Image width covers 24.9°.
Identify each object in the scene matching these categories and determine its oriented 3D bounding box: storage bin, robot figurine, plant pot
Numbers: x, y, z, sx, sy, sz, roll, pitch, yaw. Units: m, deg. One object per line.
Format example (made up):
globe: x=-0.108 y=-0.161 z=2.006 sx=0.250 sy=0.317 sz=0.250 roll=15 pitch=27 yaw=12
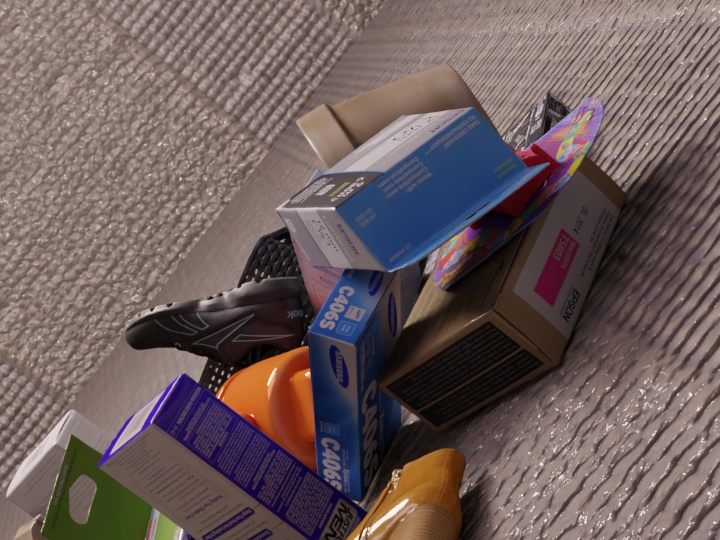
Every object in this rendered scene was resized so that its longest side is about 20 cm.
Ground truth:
storage bin: x=-0.086 y=0.068 z=1.692 sx=0.201 sy=0.093 sz=0.135 roll=-66 pitch=-9 yaw=12
robot figurine: x=-0.066 y=0.137 z=1.531 sx=0.200 sy=0.117 sz=0.144 roll=-22 pitch=26 yaw=54
plant pot: x=0.055 y=-0.128 z=1.759 sx=0.173 sy=0.200 sz=0.200 roll=-35 pitch=13 yaw=1

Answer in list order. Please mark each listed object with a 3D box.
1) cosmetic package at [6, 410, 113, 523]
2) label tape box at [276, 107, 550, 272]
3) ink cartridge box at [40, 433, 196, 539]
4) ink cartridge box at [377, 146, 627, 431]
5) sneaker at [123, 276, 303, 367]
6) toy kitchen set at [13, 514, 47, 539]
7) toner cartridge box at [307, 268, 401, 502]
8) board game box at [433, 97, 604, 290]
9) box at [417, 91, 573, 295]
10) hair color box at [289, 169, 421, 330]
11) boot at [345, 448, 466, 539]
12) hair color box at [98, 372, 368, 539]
cosmetic package: x=-0.266 y=0.253 z=1.744 sx=0.102 sy=0.200 sz=0.074 roll=-45 pitch=14 yaw=27
label tape box: x=0.036 y=-0.064 z=1.264 sx=0.143 sy=0.066 sz=0.200 roll=-37 pitch=13 yaw=-17
ink cartridge box: x=-0.172 y=0.222 z=1.457 sx=0.076 sy=0.200 sz=0.148 roll=-45 pitch=20 yaw=26
ink cartridge box: x=0.116 y=0.015 z=1.325 sx=0.165 sy=0.075 sz=0.200 roll=-35 pitch=19 yaw=49
sneaker: x=-0.144 y=0.061 z=1.593 sx=0.199 sy=0.080 sz=0.075 roll=-13 pitch=-2 yaw=26
toy kitchen set: x=-0.318 y=0.373 z=1.680 sx=0.200 sy=0.163 sz=0.181 roll=-35 pitch=20 yaw=54
toner cartridge box: x=-0.002 y=0.092 z=1.349 sx=0.200 sy=0.043 sz=0.095 roll=88 pitch=-157 yaw=-46
board game box: x=0.112 y=-0.073 z=1.316 sx=0.200 sy=0.039 sz=0.158 roll=-40 pitch=16 yaw=41
box: x=0.134 y=-0.062 z=1.540 sx=0.158 sy=0.050 sz=0.200 roll=-45 pitch=14 yaw=31
hair color box: x=0.000 y=0.000 z=1.511 sx=0.061 sy=0.099 sz=0.200 roll=-57 pitch=-22 yaw=-22
boot: x=0.003 y=0.222 z=1.188 sx=0.201 sy=0.071 sz=0.144 roll=-43 pitch=8 yaw=23
hair color box: x=-0.105 y=0.182 z=1.353 sx=0.109 sy=0.200 sz=0.065 roll=-38 pitch=16 yaw=48
